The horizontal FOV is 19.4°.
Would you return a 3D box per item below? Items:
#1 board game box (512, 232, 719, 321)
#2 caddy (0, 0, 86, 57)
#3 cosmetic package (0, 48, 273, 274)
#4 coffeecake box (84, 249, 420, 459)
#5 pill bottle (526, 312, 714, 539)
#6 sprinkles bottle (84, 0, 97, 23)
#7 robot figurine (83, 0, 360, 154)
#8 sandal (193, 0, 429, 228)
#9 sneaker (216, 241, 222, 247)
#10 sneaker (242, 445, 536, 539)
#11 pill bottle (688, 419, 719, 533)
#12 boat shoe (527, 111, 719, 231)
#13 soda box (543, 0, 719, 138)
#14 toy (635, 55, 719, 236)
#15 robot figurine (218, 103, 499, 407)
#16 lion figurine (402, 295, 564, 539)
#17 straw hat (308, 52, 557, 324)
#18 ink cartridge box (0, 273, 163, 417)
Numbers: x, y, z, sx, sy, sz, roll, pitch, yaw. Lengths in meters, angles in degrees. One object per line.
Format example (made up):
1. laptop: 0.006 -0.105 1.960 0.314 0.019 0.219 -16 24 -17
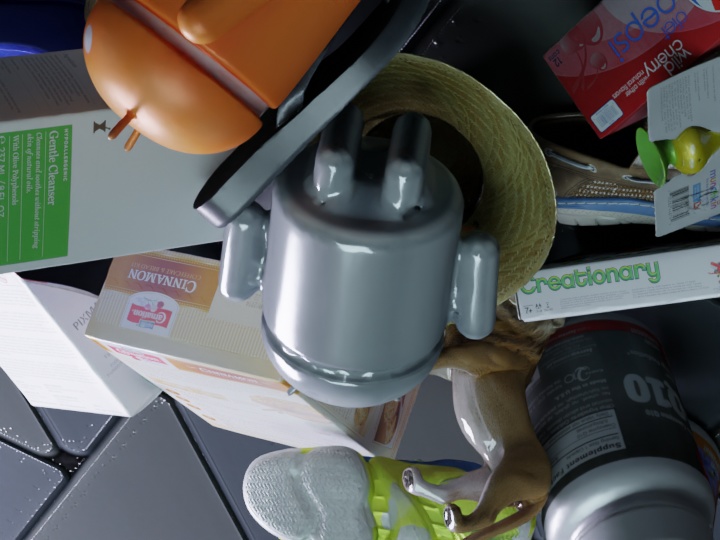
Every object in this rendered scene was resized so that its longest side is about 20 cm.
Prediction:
1. board game box: 0.211 -0.002 1.324 0.200 0.126 0.035 -8 93 26
2. caddy: -0.226 -0.104 1.368 0.200 0.105 0.141 3 114 15
3. cosmetic package: -0.143 -0.073 1.259 0.200 0.085 0.108 -10 125 -23
4. coffeecake box: -0.069 0.060 1.444 0.153 0.073 0.200 12 164 27
5. pill bottle: 0.171 0.134 1.407 0.114 0.200 0.114 -6 134 -6
6. sprinkles bottle: -0.112 -0.210 1.235 0.068 0.068 0.200 20 139 -5
7. robot figurine: -0.072 -0.147 1.144 0.117 0.200 0.144 38 179 -43
8. sandal: -0.029 -0.108 1.200 0.043 0.076 0.200 42 95 -13
9. sneaker: -0.017 0.001 1.435 0.200 0.075 0.090 16 134 2
10. sneaker: 0.024 0.161 1.441 0.200 0.076 0.105 9 -179 12
11. pill bottle: 0.191 0.204 1.495 0.112 0.200 0.112 9 139 8
12. boat shoe: 0.193 -0.070 1.288 0.200 0.072 0.072 -5 134 23
13. soda box: 0.195 -0.157 1.178 0.063 0.070 0.200 57 136 7
14. toy: 0.247 -0.105 1.212 0.200 0.047 0.115 -25 136 -13
15. robot figurine: 0.000 0.000 1.260 0.169 0.113 0.200 11 126 5
16. lion figurine: 0.087 0.094 1.370 0.122 0.200 0.072 0 168 -29
17. straw hat: 0.041 -0.068 1.324 0.201 0.085 0.201 13 126 18
18. ink cartridge box: -0.244 0.017 1.514 0.161 0.050 0.200 1 131 55
